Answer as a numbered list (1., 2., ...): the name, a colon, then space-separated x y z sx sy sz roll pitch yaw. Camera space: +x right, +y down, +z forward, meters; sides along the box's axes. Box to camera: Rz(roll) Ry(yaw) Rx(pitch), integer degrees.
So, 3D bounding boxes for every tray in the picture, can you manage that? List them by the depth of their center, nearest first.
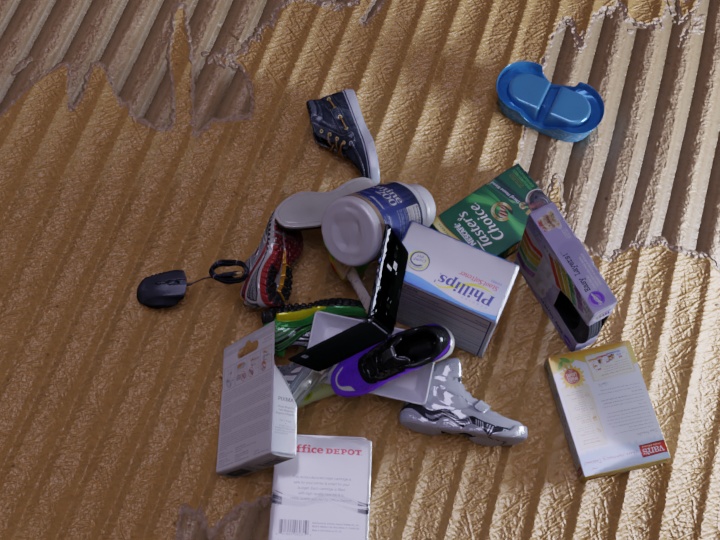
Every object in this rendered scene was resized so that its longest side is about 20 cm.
1. tray: 0.015 0.135 1.600 0.199 0.022 0.108 12 85 9

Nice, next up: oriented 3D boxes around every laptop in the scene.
1. laptop: -0.011 0.044 1.433 0.103 0.177 0.201 10 82 12

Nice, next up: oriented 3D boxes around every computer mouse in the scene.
1. computer mouse: -0.274 0.016 1.665 0.199 0.034 0.059 -15 61 13

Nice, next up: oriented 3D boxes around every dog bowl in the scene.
1. dog bowl: 0.337 -0.299 1.859 0.199 0.050 0.112 24 67 9

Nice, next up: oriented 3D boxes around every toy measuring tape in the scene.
1. toy measuring tape: 0.000 0.000 1.685 0.073 0.074 0.200 -22 50 -12

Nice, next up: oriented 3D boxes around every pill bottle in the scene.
1. pill bottle: 0.036 -0.082 1.658 0.111 0.111 0.200 45 35 16

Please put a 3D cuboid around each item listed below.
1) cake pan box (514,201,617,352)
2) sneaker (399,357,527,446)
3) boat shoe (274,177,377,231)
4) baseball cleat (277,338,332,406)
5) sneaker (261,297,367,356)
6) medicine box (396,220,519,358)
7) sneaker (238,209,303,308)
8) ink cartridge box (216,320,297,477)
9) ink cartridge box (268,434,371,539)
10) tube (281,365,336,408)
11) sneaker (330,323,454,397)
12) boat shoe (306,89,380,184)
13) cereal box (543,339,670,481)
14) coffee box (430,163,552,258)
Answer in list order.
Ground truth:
1. cake pan box: 0.324 0.018 1.641 0.052 0.184 0.201 -26 70 -9
2. sneaker: 0.166 0.203 1.609 0.199 0.075 0.116 9 68 6
3. boat shoe: -0.057 -0.099 1.718 0.199 0.060 0.074 -24 66 -32
4. baseball cleat: -0.112 0.159 1.575 0.106 0.070 0.200 46 110 21
5. sneaker: -0.059 0.091 1.664 0.199 0.078 0.086 -7 98 -12
6. medicine box: 0.136 0.033 1.615 0.181 0.200 0.103 23 71 8
7. sneaker: -0.153 -0.023 1.696 0.082 0.078 0.201 -16 41 31
8. ink cartridge box: -0.155 0.197 1.555 0.057 0.162 0.201 20 59 -31
9. ink cartridge box: -0.059 0.352 1.527 0.145 0.084 0.201 4 65 0
10. tube: -0.037 0.164 1.636 0.199 0.052 0.058 -16 35 -3
11. sneaker: 0.040 0.128 1.533 0.199 0.100 0.070 -25 81 7
12. boat shoe: -0.031 -0.225 1.803 0.090 0.071 0.201 -15 60 -8
13. cereal box: 0.386 0.220 1.630 0.143 0.040 0.201 -10 67 -7
14. coffee box: 0.227 -0.083 1.758 0.199 0.044 0.123 -32 71 -15
